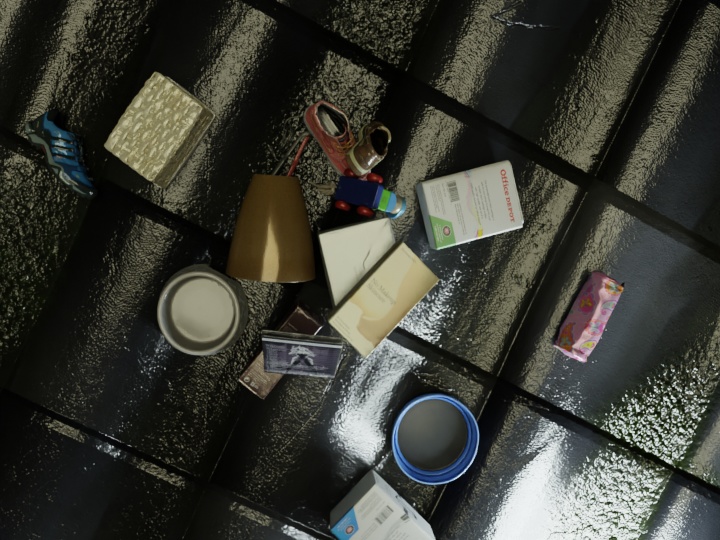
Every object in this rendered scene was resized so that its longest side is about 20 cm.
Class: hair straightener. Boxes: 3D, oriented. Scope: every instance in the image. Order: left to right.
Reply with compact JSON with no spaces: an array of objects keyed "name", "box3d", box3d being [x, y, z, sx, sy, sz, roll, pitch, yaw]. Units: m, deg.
[{"name":"hair straightener","box3d":[-0.163,-0.256,1.275,0.076,0.041,0.202,27,92,-6]}]

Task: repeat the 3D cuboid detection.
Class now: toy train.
[{"name":"toy train","box3d":[-0.003,-0.162,1.273,0.115,0.198,0.086,15,94,-45]}]

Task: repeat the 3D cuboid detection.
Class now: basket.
[{"name":"basket","box3d":[-0.408,-0.286,1.212,0.135,0.123,0.201,36,90,-7]}]

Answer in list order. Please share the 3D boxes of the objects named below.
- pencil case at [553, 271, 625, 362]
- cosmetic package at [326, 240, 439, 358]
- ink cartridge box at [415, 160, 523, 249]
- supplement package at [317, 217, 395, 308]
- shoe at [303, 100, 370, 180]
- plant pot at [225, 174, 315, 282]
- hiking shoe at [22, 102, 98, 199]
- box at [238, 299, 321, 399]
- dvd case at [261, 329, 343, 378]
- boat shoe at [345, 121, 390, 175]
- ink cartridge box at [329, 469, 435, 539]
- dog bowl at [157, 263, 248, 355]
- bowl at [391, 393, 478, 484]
[{"name":"pencil case","box3d":[0.512,0.102,1.335,0.086,0.087,0.203,26,91,-6]},{"name":"cosmetic package","box3d":[0.040,0.051,1.099,0.105,0.071,0.200,42,90,-6]},{"name":"ink cartridge box","box3d":[0.235,-0.142,1.293,0.197,0.084,0.147,-14,95,-3]},{"name":"supplement package","box3d":[0.000,0.000,1.228,0.144,0.200,0.195,-13,96,-4]},{"name":"shoe","box3d":[-0.041,-0.264,1.246,0.071,0.091,0.201,-42,106,-9]},{"name":"plant pot","box3d":[-0.177,-0.090,1.209,0.183,0.186,0.204,3,97,-5]},{"name":"hiking shoe","box3d":[-0.602,-0.241,1.225,0.086,0.074,0.201,-37,96,0]},{"name":"box","box3d":[-0.170,0.166,1.278,0.075,0.100,0.201,38,92,-6]},{"name":"dvd case","box3d":[-0.115,0.164,1.144,0.146,0.201,0.016,6,62,-4]},{"name":"boat shoe","box3d":[0.035,-0.260,1.212,0.074,0.203,0.075,-31,112,31]},{"name":"ink cartridge box","box3d":[0.049,0.577,1.332,0.146,0.084,0.200,-44,97,0]},{"name":"dog bowl","box3d":[-0.343,0.089,1.279,0.196,0.059,0.204,0,95,-4]},{"name":"bowl","box3d":[0.166,0.376,1.342,0.197,0.039,0.205,0,95,-4]}]
